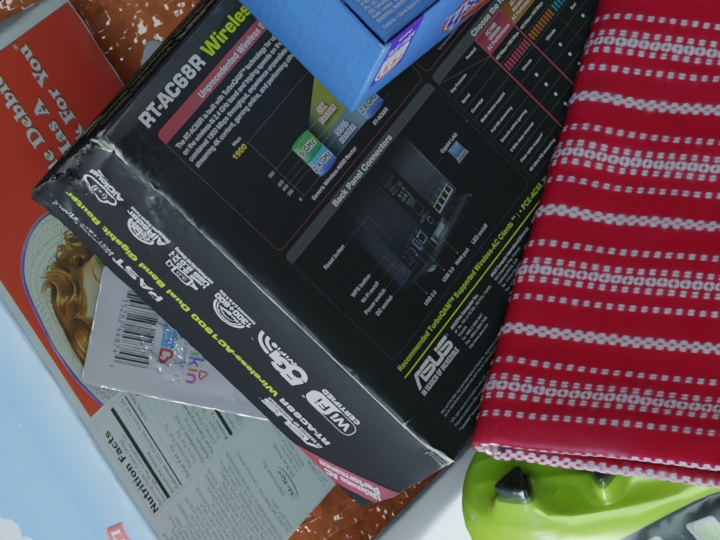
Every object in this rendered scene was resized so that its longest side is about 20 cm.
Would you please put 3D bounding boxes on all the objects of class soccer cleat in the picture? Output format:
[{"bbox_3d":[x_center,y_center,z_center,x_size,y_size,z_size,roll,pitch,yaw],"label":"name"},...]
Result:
[{"bbox_3d":[0.131,0.074,0.920,0.199,0.068,0.081,-2,139,17],"label":"soccer cleat"}]

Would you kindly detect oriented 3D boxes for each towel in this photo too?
[{"bbox_3d":[0.124,-0.024,0.922,0.144,0.201,0.023,6,149,22],"label":"towel"}]

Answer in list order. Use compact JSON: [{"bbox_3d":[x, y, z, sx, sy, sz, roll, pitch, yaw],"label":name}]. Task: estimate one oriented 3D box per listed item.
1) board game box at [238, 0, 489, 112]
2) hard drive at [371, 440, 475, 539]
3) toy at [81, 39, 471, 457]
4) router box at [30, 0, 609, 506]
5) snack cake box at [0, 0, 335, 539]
[{"bbox_3d":[-0.017,-0.168,0.946,0.200,0.045,0.152,46,61,8],"label":"board game box"},{"bbox_3d":[0.032,0.158,1.025,0.132,0.026,0.200,44,102,0],"label":"hard drive"},{"bbox_3d":[0.000,0.000,1.029,0.199,0.047,0.116,13,84,-28],"label":"toy"},{"bbox_3d":[0.011,-0.046,0.972,0.150,0.062,0.200,44,58,-9],"label":"router box"},{"bbox_3d":[-0.098,0.020,1.023,0.067,0.115,0.200,-24,103,39],"label":"snack cake box"}]
